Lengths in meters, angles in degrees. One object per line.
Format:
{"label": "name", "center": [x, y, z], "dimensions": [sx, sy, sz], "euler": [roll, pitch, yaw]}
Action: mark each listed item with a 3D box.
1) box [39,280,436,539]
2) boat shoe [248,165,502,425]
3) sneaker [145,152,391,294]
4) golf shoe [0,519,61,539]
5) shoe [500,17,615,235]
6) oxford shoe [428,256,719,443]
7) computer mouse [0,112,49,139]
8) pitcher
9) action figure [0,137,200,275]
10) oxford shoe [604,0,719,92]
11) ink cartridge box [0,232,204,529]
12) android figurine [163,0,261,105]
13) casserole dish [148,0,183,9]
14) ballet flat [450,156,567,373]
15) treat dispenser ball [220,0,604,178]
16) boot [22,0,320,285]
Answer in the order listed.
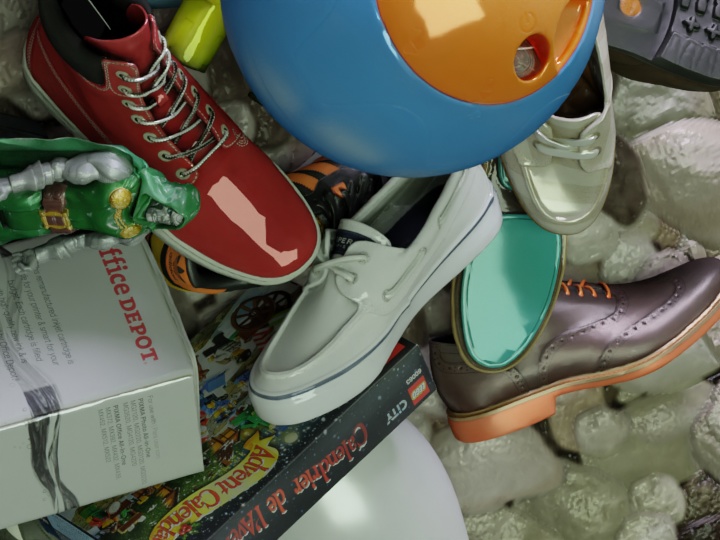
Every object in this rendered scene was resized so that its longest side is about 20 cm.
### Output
{"label": "box", "center": [-0.073, 0.094, 1.613], "dimensions": [0.200, 0.136, 0.038], "euler": [-42, 130, -21]}
{"label": "boat shoe", "center": [0.000, 0.000, 1.599], "dimensions": [0.200, 0.073, 0.066], "euler": [-50, 134, -30]}
{"label": "sneaker", "center": [-0.025, -0.028, 1.649], "dimensions": [0.199, 0.090, 0.070], "euler": [-17, 109, -13]}
{"label": "golf shoe", "center": [-0.118, 0.177, 1.668], "dimensions": [0.199, 0.077, 0.088], "euler": [25, 82, -10]}
{"label": "shoe", "center": [0.106, -0.111, 1.615], "dimensions": [0.069, 0.053, 0.201], "euler": [-4, 109, 6]}
{"label": "oxford shoe", "center": [0.136, 0.031, 1.732], "dimensions": [0.199, 0.071, 0.073], "euler": [-26, 106, -10]}
{"label": "computer mouse", "center": [-0.204, -0.080, 1.599], "dimensions": [0.199, 0.046, 0.141], "euler": [18, 99, -22]}
{"label": "pitcher", "center": [-0.010, 0.172, 1.704], "dimensions": [0.171, 0.121, 0.200], "euler": [-34, 123, 11]}
{"label": "action figure", "center": [-0.180, -0.037, 1.525], "dimensions": [0.199, 0.055, 0.118], "euler": [-1, 140, 14]}
{"label": "oxford shoe", "center": [0.133, -0.153, 1.679], "dimensions": [0.199, 0.084, 0.073], "euler": [29, 75, -3]}
{"label": "ink cartridge box", "center": [-0.197, 0.063, 1.574], "dimensions": [0.199, 0.146, 0.084], "euler": [-15, 132, -12]}
{"label": "android figurine", "center": [-0.027, -0.189, 1.591], "dimensions": [0.181, 0.041, 0.201], "euler": [25, 96, -23]}
{"label": "casserole dish", "center": [-0.080, -0.206, 1.612], "dimensions": [0.199, 0.039, 0.122], "euler": [-6, 107, -18]}
{"label": "ballet flat", "center": [0.089, -0.041, 1.696], "dimensions": [0.068, 0.063, 0.201], "euler": [9, 97, -13]}
{"label": "treat dispenser ball", "center": [0.027, -0.149, 1.490], "dimensions": [0.200, 0.201, 0.202], "euler": [-5, 106, -17]}
{"label": "boot", "center": [-0.097, -0.076, 1.524], "dimensions": [0.200, 0.144, 0.072], "euler": [42, 74, 0]}
